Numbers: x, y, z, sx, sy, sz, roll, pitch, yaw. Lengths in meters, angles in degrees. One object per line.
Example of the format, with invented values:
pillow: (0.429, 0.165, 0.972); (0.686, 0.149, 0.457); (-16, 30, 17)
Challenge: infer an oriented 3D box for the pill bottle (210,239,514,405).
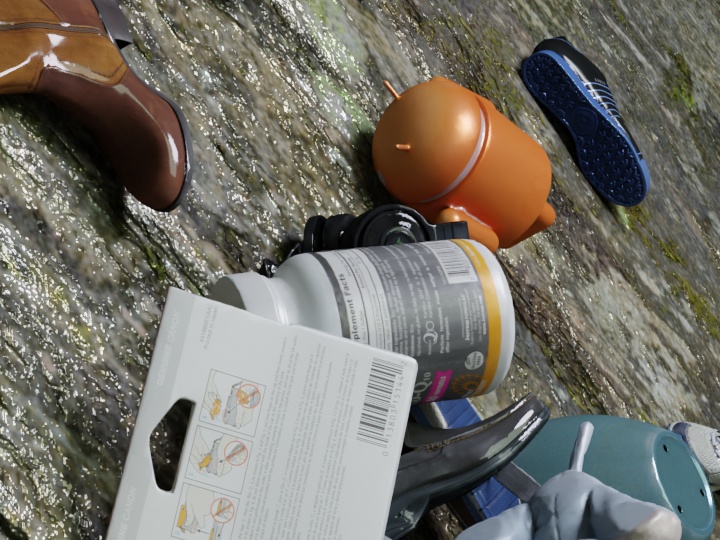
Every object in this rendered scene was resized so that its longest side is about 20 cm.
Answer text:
pill bottle: (0.000, 0.042, 1.278); (0.198, 0.117, 0.117); (-6, 66, -23)

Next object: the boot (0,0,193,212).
boot: (-0.214, -0.124, 1.212); (0.199, 0.068, 0.190); (0, 66, -55)

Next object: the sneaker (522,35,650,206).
sneaker: (0.254, -0.166, 1.941); (0.201, 0.070, 0.078); (55, 38, -7)

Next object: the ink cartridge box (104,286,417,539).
ink cartridge box: (-0.066, 0.131, 1.148); (0.175, 0.045, 0.202); (18, 70, -13)

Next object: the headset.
headset: (0.000, 0.000, 1.394); (0.199, 0.123, 0.095); (-8, 91, -43)

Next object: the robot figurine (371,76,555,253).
robot figurine: (0.089, -0.094, 1.593); (0.199, 0.116, 0.145); (32, 80, -40)

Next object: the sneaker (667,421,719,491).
sneaker: (0.383, 0.186, 1.826); (0.199, 0.085, 0.078); (23, 47, -45)

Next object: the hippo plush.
hippo plush: (0.153, 0.241, 1.297); (0.200, 0.158, 0.162); (-134, -158, -68)

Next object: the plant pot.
plant pot: (0.218, 0.204, 1.516); (0.200, 0.134, 0.201); (36, 39, -36)

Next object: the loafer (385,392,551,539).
loafer: (0.049, 0.137, 1.302); (0.199, 0.073, 0.073); (-31, 81, -21)

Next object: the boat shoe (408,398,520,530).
boat shoe: (0.053, 0.130, 1.391); (0.201, 0.072, 0.072); (61, 31, 3)

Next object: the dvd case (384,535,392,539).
dvd case: (0.088, 0.265, 1.267); (0.150, 0.025, 0.200); (45, 1, 34)
